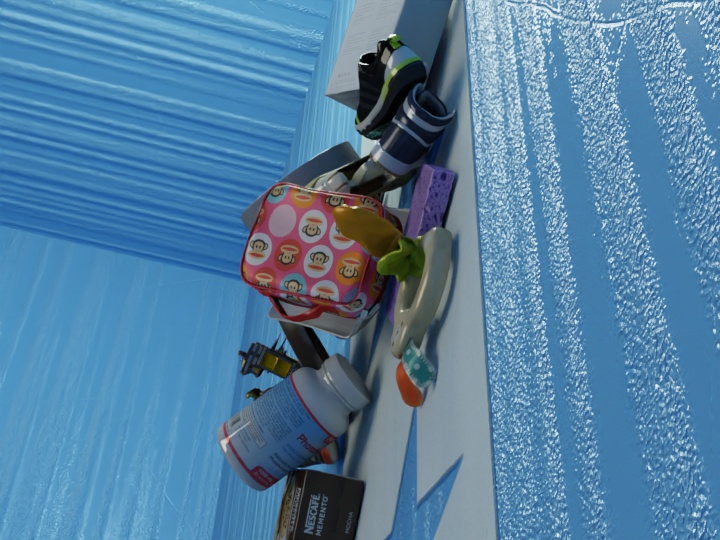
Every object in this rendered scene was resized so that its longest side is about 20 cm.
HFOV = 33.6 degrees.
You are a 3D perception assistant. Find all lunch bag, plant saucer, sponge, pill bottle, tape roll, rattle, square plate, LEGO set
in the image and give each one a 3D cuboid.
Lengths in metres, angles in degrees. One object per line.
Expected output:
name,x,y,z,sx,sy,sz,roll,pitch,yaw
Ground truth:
lunch bag,-0.056,-0.016,1.558,0.082,0.200,0.176,34,-107,-58
plant saucer,-0.066,0.132,1.771,0.200,0.032,0.200,59,-179,-2
sponge,0.072,-0.032,1.481,0.112,0.030,0.200,-124,47,-79
pill bottle,-0.088,0.203,1.628,0.200,0.109,0.109,-36,17,7
tape roll,-0.080,-0.110,1.787,0.200,0.066,0.200,-35,-1,0
rattle,0.026,0.037,1.346,0.130,0.143,0.200,-9,60,60
square plate,-0.021,-0.002,1.644,0.198,0.028,0.200,11,67,52
LEGO set,-0.149,0.179,1.849,0.154,0.116,0.200,-65,-4,8

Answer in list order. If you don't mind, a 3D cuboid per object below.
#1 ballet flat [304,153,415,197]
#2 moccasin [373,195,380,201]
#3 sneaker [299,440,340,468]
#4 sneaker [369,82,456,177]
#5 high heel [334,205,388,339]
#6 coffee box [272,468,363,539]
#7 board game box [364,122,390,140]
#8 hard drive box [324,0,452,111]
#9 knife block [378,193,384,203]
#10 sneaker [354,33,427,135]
ballet flat,-0.010,-0.122,1.655,0.071,0.200,0.071,55,161,30
moccasin,-0.008,-0.024,1.831,0.078,0.074,0.202,37,110,65
sneaker,-0.082,0.232,1.812,0.200,0.082,0.077,-102,-6,-69
sneaker,0.077,-0.192,1.566,0.109,0.070,0.200,-54,0,20
high heel,0.000,0.000,1.727,0.096,0.067,0.200,-150,78,-70
coffee box,-0.061,0.330,1.617,0.200,0.080,0.113,139,144,-75
board game box,0.065,-0.301,1.792,0.135,0.028,0.200,-17,55,68
hard drive box,0.044,-0.335,1.719,0.156,0.077,0.200,7,77,60
knife block,-0.005,-0.052,1.936,0.200,0.175,0.064,59,-175,-17
sneaker,0.031,-0.251,1.580,0.083,0.072,0.200,57,154,6
